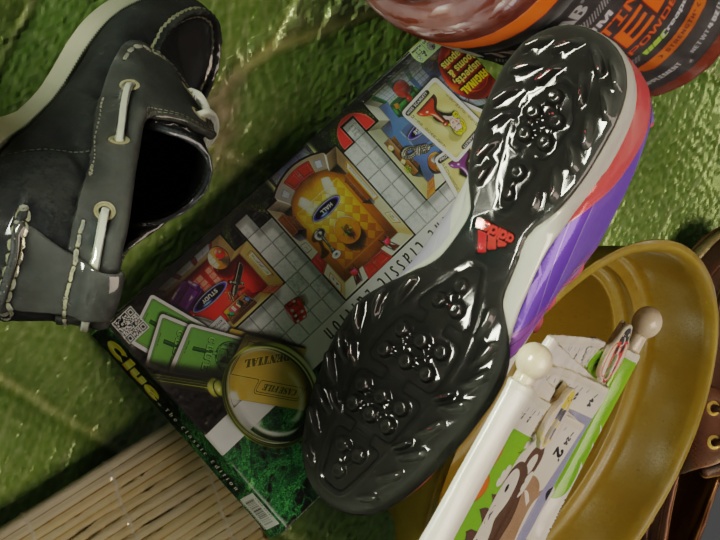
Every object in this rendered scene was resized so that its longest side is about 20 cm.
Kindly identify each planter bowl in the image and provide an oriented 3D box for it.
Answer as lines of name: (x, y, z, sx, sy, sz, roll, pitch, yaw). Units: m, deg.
planter bowl: (0.062, 0.062, 1.174, 0.200, 0.083, 0.201, -33, 138, -35)

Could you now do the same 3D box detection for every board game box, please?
board game box: (0.000, 0.000, 1.060, 0.105, 0.023, 0.200, 49, 62, -6)

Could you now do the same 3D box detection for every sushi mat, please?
sushi mat: (-0.108, 0.134, 1.018, 0.200, 0.012, 0.096, -31, 102, -38)

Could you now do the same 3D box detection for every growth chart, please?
growth chart: (0.059, 0.082, 1.051, 0.145, 0.018, 0.200, -65, 164, 10)

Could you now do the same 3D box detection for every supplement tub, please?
supplement tub: (0.063, -0.131, 1.047, 0.200, 0.107, 0.107, 10, 102, -53)

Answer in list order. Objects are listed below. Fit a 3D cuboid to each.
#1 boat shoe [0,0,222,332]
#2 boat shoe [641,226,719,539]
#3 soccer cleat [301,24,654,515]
boat shoe: (-0.078, -0.037, 0.908, 0.200, 0.067, 0.072, -60, 157, -60)
boat shoe: (0.162, 0.079, 1.331, 0.072, 0.067, 0.200, 14, 98, -54)
soccer cleat: (0.050, 0.007, 1.018, 0.200, 0.068, 0.073, -61, 151, -1)
